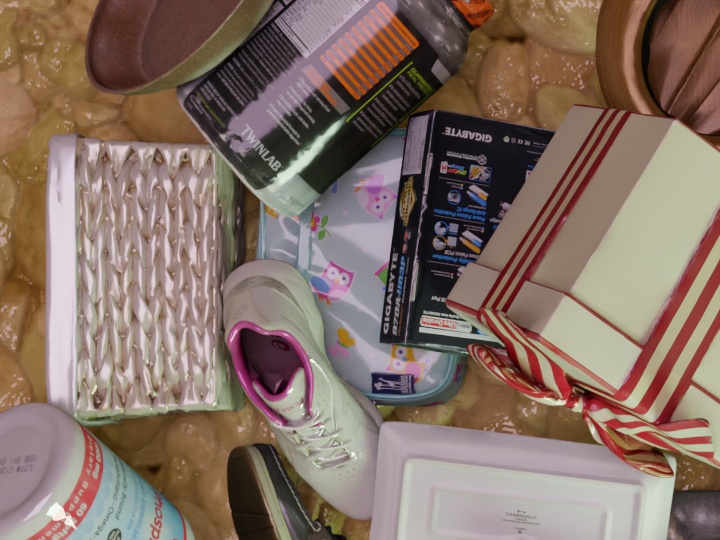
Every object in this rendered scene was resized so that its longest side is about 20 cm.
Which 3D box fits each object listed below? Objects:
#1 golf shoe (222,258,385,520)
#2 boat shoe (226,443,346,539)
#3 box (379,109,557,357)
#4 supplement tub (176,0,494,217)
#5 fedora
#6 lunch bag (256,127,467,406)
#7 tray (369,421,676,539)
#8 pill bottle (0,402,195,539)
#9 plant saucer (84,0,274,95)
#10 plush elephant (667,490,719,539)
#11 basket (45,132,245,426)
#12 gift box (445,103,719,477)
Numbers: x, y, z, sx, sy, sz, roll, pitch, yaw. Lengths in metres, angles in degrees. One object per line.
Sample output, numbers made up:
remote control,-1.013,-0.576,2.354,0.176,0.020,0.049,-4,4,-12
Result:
golf shoe,-0.039,0.093,1.588,0.075,0.092,0.201,-25,107,16
boat shoe,-0.034,0.211,1.662,0.066,0.072,0.202,-20,87,-25
box,0.121,-0.015,1.614,0.199,0.046,0.160,8,86,-21
supplement tub,-0.015,-0.142,1.585,0.200,0.123,0.123,-41,80,4
fedora,0.258,-0.153,1.629,0.199,0.082,0.202,-1,84,9
lunch bag,0.000,0.000,1.665,0.159,0.077,0.201,4,86,10
tray,0.106,0.165,1.584,0.199,0.022,0.108,7,102,5
pill bottle,-0.182,0.183,1.618,0.108,0.200,0.109,-21,46,23
plant saucer,-0.105,-0.192,1.584,0.037,0.200,0.201,38,94,-31
plush elephant,0.285,0.129,1.563,0.199,0.155,0.166,16,88,11
basket,-0.147,0.009,1.665,0.123,0.136,0.201,0,86,6
gift box,0.175,0.014,1.502,0.184,0.200,0.187,33,87,-15
